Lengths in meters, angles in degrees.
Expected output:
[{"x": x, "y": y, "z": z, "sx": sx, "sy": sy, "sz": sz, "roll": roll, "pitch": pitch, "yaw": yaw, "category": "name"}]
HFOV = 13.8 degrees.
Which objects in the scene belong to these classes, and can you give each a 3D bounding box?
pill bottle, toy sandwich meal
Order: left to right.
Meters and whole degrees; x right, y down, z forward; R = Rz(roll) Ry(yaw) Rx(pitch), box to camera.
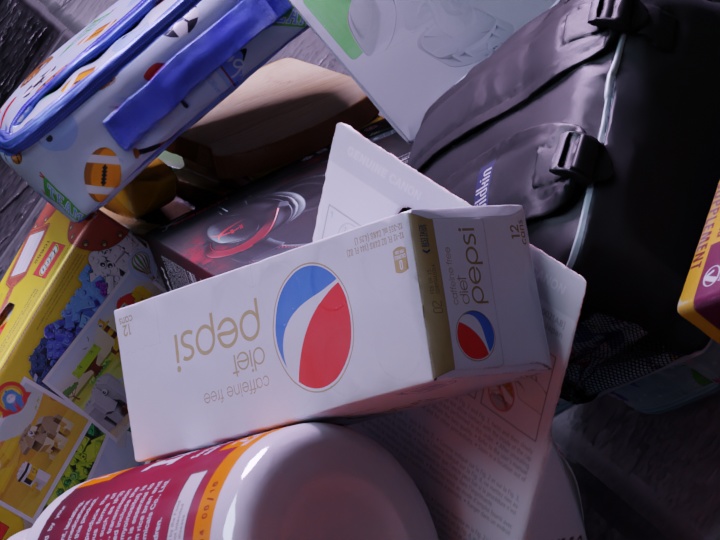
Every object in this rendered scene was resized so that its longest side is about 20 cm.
[{"x": -0.070, "y": 0.132, "z": 1.219, "sx": 0.200, "sy": 0.113, "sz": 0.113, "roll": -17, "pitch": 44, "yaw": 46, "category": "pill bottle"}, {"x": -0.076, "y": -0.078, "z": 1.665, "sx": 0.204, "sy": 0.070, "sz": 0.205, "roll": -5, "pitch": 30, "yaw": 3, "category": "toy sandwich meal"}]

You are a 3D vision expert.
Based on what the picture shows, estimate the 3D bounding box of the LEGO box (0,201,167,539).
[{"x": -0.148, "y": 0.085, "z": 1.606, "sx": 0.200, "sy": 0.149, "sz": 0.077, "roll": -60, "pitch": 24, "yaw": -8, "category": "LEGO box"}]

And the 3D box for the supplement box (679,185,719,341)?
[{"x": 0.225, "y": -0.030, "z": 1.103, "sx": 0.200, "sy": 0.086, "sz": 0.111, "roll": -23, "pitch": 39, "yaw": 51, "category": "supplement box"}]

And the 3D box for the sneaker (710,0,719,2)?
[{"x": 0.155, "y": -0.110, "z": 1.393, "sx": 0.200, "sy": 0.074, "sz": 0.089, "roll": -49, "pitch": 8, "yaw": 11, "category": "sneaker"}]

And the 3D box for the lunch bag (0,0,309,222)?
[{"x": -0.099, "y": -0.112, "z": 1.537, "sx": 0.200, "sy": 0.076, "sz": 0.160, "roll": -43, "pitch": 10, "yaw": -5, "category": "lunch bag"}]

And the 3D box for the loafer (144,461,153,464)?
[{"x": -0.088, "y": 0.144, "z": 1.535, "sx": 0.200, "sy": 0.072, "sz": 0.063, "roll": -59, "pitch": 40, "yaw": 9, "category": "loafer"}]

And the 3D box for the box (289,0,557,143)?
[{"x": 0.082, "y": -0.158, "z": 1.425, "sx": 0.200, "sy": 0.097, "sz": 0.176, "roll": -41, "pitch": -4, "yaw": 11, "category": "box"}]

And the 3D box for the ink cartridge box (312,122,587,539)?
[{"x": 0.033, "y": 0.061, "z": 1.229, "sx": 0.162, "sy": 0.057, "sz": 0.201, "roll": 34, "pitch": 116, "yaw": 41, "category": "ink cartridge box"}]

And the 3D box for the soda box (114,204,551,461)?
[{"x": -0.016, "y": 0.028, "z": 1.194, "sx": 0.200, "sy": 0.064, "sz": 0.068, "roll": -18, "pitch": 79, "yaw": 49, "category": "soda box"}]

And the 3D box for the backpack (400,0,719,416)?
[{"x": 0.095, "y": -0.023, "z": 1.274, "sx": 0.200, "sy": 0.150, "sz": 0.178, "roll": -27, "pitch": 43, "yaw": 52, "category": "backpack"}]

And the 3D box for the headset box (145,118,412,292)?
[{"x": 0.000, "y": 0.000, "z": 1.448, "sx": 0.148, "sy": 0.075, "sz": 0.200, "roll": -26, "pitch": 19, "yaw": -14, "category": "headset box"}]
